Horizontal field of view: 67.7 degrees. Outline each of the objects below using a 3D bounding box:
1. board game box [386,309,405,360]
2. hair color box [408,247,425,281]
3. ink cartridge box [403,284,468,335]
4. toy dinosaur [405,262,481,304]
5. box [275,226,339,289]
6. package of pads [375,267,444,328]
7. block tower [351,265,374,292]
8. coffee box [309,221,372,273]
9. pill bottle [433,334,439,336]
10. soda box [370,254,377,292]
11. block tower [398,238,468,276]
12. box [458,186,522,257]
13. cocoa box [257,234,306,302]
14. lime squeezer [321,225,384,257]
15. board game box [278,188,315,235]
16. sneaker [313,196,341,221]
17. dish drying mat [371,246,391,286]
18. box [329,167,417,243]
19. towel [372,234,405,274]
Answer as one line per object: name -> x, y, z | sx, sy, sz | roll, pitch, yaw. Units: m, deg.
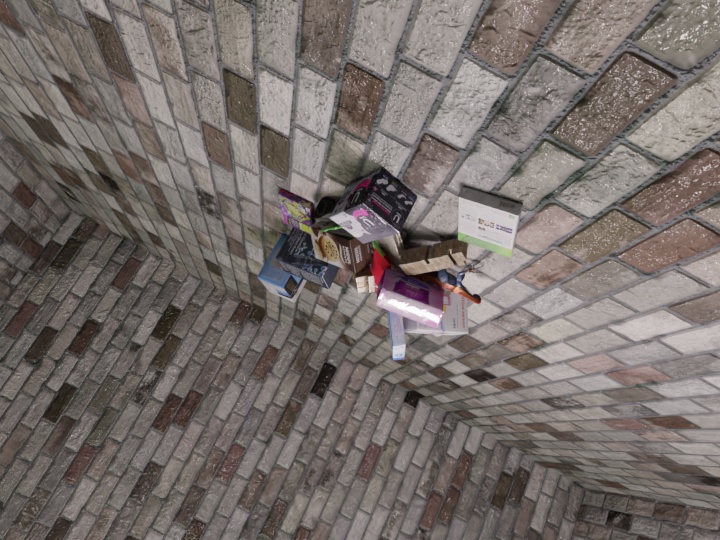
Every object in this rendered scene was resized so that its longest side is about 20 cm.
board game box -> 0.108, 0.158, 1.672 | 0.042, 0.204, 0.200 | -6, 159, 0
hair color box -> 0.141, 0.000, 1.711 | 0.101, 0.062, 0.200 | 40, 159, -9
ink cartridge box -> 0.236, 0.122, 1.671 | 0.197, 0.147, 0.084 | 7, 166, -29
toy dinosaur -> 0.260, 0.041, 1.548 | 0.183, 0.198, 0.105 | 58, -178, 17
box -> -0.172, -0.049, 1.893 | 0.197, 0.150, 0.107 | 20, 160, 19
package of pads -> 0.144, 0.077, 1.533 | 0.197, 0.121, 0.076 | 20, 123, -3
block tower -> 0.000, 0.000, 1.698 | 0.201, 0.057, 0.055 | -113, 14, -62
coffee box -> -0.062, -0.080, 1.669 | 0.198, 0.079, 0.115 | 20, 129, 44
pill bottle -> 0.221, 0.151, 1.921 | 0.199, 0.113, 0.111 | 35, 159, -21
soda box -> 0.069, 0.023, 1.878 | 0.069, 0.064, 0.201 | 13, 155, 33
block tower -> 0.199, -0.036, 1.473 | 0.197, 0.059, 0.054 | -11, 139, 34
box -> 0.302, -0.112, 1.274 | 0.142, 0.037, 0.201 | 21, 158, 19
cocoa box -> -0.276, -0.010, 2.052 | 0.132, 0.202, 0.132 | 19, 159, 24
lime squeezer -> -0.012, -0.109, 1.555 | 0.197, 0.072, 0.038 | 22, -173, 0
board game box -> -0.207, -0.189, 1.775 | 0.118, 0.033, 0.201 | 22, 159, 5
sneaker -> -0.065, -0.167, 1.579 | 0.090, 0.077, 0.198 | 31, 166, -35
dish drying mat -> 0.064, -0.002, 1.643 | 0.077, 0.018, 0.201 | 52, 161, 21
box -> 0.027, -0.162, 1.395 | 0.131, 0.116, 0.199 | 35, 159, -21
towel -> 0.088, -0.049, 1.596 | 0.132, 0.034, 0.202 | 22, 141, 50
